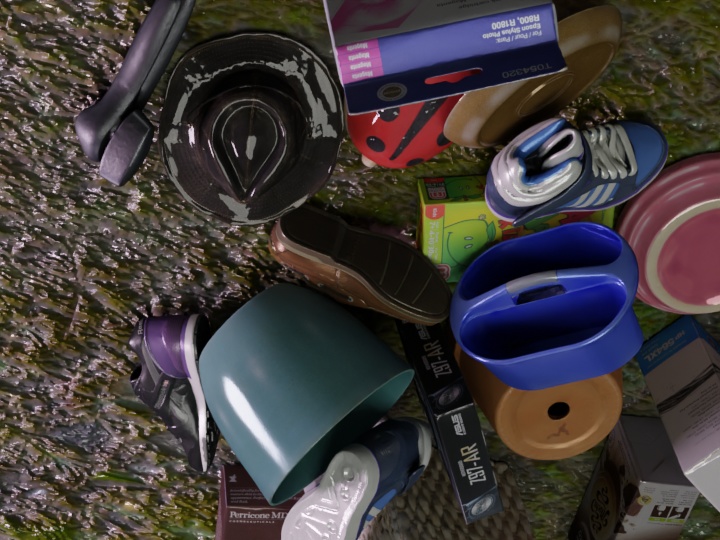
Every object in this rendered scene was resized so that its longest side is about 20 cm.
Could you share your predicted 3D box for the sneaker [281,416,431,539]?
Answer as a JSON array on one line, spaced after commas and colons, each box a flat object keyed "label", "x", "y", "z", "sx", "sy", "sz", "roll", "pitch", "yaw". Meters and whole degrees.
[{"label": "sneaker", "x": 0.008, "y": 0.238, "z": 1.801, "sx": 0.146, "sy": 0.081, "sz": 0.201, "roll": -21, "pitch": 150, "yaw": -46}]

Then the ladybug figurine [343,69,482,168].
[{"label": "ladybug figurine", "x": 0.060, "y": -0.171, "z": 1.592, "sx": 0.134, "sy": 0.072, "sz": 0.201, "roll": 20, "pitch": 122, "yaw": -22}]

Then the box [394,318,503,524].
[{"label": "box", "x": 0.089, "y": 0.138, "z": 1.748, "sx": 0.043, "sy": 0.201, "sz": 0.161, "roll": -19, "pitch": 129, "yaw": -2}]

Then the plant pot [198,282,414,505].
[{"label": "plant pot", "x": -0.070, "y": 0.112, "z": 1.706, "sx": 0.161, "sy": 0.200, "sz": 0.201, "roll": 47, "pitch": 116, "yaw": 11}]

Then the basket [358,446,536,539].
[{"label": "basket", "x": 0.081, "y": 0.322, "z": 1.890, "sx": 0.196, "sy": 0.201, "sz": 0.162, "roll": 15, "pitch": 122, "yaw": -19}]

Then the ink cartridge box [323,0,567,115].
[{"label": "ink cartridge box", "x": 0.069, "y": -0.226, "z": 1.472, "sx": 0.194, "sy": 0.201, "sz": 0.044, "roll": -12, "pitch": 128, "yaw": 0}]

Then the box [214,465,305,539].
[{"label": "box", "x": -0.118, "y": 0.322, "z": 1.938, "sx": 0.099, "sy": 0.075, "sz": 0.202, "roll": 1, "pitch": 125, "yaw": -9}]

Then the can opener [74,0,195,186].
[{"label": "can opener", "x": -0.205, "y": -0.179, "z": 1.558, "sx": 0.078, "sy": 0.063, "sz": 0.201, "roll": 30, "pitch": 110, "yaw": 3}]

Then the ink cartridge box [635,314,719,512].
[{"label": "ink cartridge box", "x": 0.391, "y": 0.169, "z": 1.819, "sx": 0.084, "sy": 0.201, "sz": 0.146, "roll": -35, "pitch": 124, "yaw": 18}]

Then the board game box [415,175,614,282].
[{"label": "board game box", "x": 0.158, "y": -0.046, "z": 1.717, "sx": 0.197, "sy": 0.048, "sz": 0.103, "roll": -4, "pitch": 127, "yaw": -6}]

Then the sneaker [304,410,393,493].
[{"label": "sneaker", "x": -0.014, "y": 0.197, "z": 1.858, "sx": 0.114, "sy": 0.074, "sz": 0.202, "roll": -11, "pitch": 126, "yaw": 3}]

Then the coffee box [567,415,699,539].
[{"label": "coffee box", "x": 0.317, "y": 0.283, "z": 1.950, "sx": 0.079, "sy": 0.114, "sz": 0.202, "roll": 6, "pitch": 125, "yaw": -13}]

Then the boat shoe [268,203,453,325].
[{"label": "boat shoe", "x": 0.000, "y": 0.000, "z": 1.700, "sx": 0.199, "sy": 0.072, "sz": 0.068, "roll": 31, "pitch": 146, "yaw": -1}]

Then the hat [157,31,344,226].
[{"label": "hat", "x": -0.103, "y": -0.120, "z": 1.585, "sx": 0.198, "sy": 0.081, "sz": 0.203, "roll": -2, "pitch": 118, "yaw": -4}]

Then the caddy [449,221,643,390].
[{"label": "caddy", "x": 0.186, "y": 0.032, "z": 1.647, "sx": 0.198, "sy": 0.143, "sz": 0.105, "roll": -15, "pitch": 145, "yaw": 23}]

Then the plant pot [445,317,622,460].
[{"label": "plant pot", "x": 0.198, "y": 0.105, "z": 1.780, "sx": 0.197, "sy": 0.141, "sz": 0.202, "roll": -4, "pitch": 127, "yaw": -6}]

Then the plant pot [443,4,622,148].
[{"label": "plant pot", "x": 0.167, "y": -0.173, "z": 1.556, "sx": 0.199, "sy": 0.028, "sz": 0.200, "roll": -32, "pitch": 166, "yaw": -9}]

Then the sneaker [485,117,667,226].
[{"label": "sneaker", "x": 0.217, "y": -0.107, "z": 1.598, "sx": 0.198, "sy": 0.081, "sz": 0.147, "roll": -17, "pitch": 170, "yaw": -8}]

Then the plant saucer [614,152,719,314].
[{"label": "plant saucer", "x": 0.368, "y": -0.028, "z": 1.762, "sx": 0.198, "sy": 0.051, "sz": 0.202, "roll": -5, "pitch": 128, "yaw": -6}]

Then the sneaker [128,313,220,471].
[{"label": "sneaker", "x": -0.200, "y": 0.128, "z": 1.792, "sx": 0.086, "sy": 0.076, "sz": 0.202, "roll": 2, "pitch": 124, "yaw": 8}]
